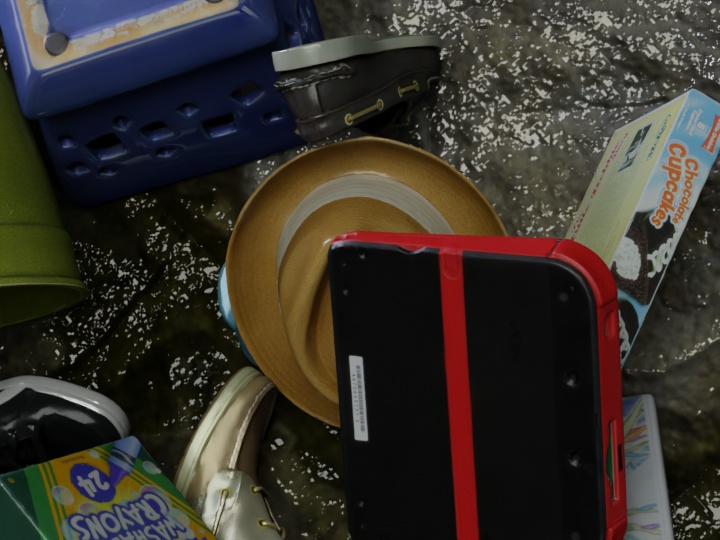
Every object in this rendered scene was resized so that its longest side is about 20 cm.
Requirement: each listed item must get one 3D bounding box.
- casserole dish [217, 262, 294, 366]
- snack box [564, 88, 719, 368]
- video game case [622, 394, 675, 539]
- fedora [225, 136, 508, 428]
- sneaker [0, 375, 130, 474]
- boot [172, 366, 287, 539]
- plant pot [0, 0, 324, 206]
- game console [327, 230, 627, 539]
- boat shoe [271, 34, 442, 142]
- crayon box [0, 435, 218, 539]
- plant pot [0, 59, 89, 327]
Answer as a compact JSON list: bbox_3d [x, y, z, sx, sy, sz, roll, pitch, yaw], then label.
[{"bbox_3d":[0.000,0.000,1.614,0.199,0.039,0.122,-7,73,8],"label":"casserole dish"},{"bbox_3d":[0.156,-0.009,1.532,0.037,0.116,0.201,30,73,-12],"label":"snack box"},{"bbox_3d":[0.100,0.170,1.508,0.181,0.022,0.201,-10,46,8],"label":"video game case"},{"bbox_3d":[0.005,0.022,1.530,0.199,0.082,0.202,2,112,5],"label":"fedora"},{"bbox_3d":[-0.251,0.129,1.590,0.199,0.073,0.112,2,48,21],"label":"sneaker"},{"bbox_3d":[-0.048,0.174,1.553,0.154,0.072,0.201,18,83,16],"label":"boot"},{"bbox_3d":[-0.141,-0.179,1.621,0.199,0.180,0.201,-17,72,6],"label":"plant pot"},{"bbox_3d":[0.069,0.077,1.462,0.176,0.031,0.201,4,107,26],"label":"game console"},{"bbox_3d":[0.002,-0.116,1.577,0.071,0.201,0.061,-10,92,25],"label":"boat shoe"},{"bbox_3d":[-0.126,0.196,1.465,0.200,0.125,0.052,49,122,18],"label":"crayon box"},{"bbox_3d":[-0.286,-0.064,1.586,0.199,0.200,0.194,-11,82,8],"label":"plant pot"}]
